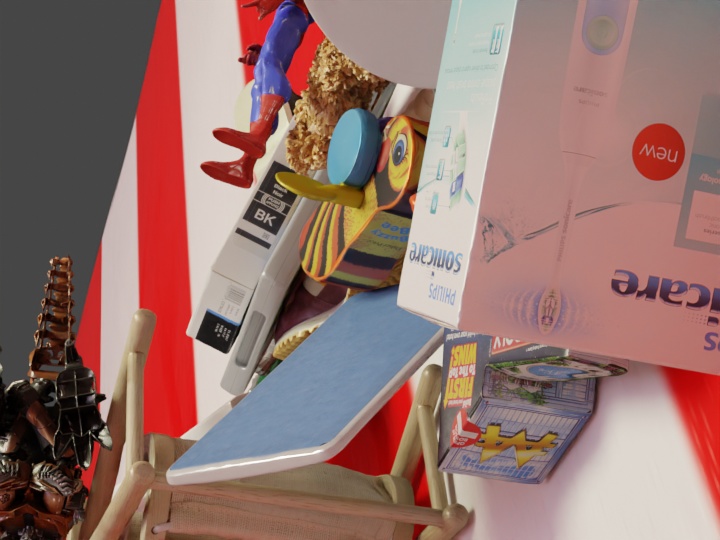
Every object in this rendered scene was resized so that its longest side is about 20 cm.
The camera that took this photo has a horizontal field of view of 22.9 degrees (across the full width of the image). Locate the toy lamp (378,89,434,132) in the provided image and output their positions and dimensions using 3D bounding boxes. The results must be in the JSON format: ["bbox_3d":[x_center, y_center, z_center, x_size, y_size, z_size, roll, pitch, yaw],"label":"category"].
[{"bbox_3d":[0.047,-0.110,1.113,0.200,0.058,0.059,134,144,-63],"label":"toy lamp"}]

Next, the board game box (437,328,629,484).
[{"bbox_3d":[0.093,0.003,0.865,0.200,0.061,0.201,163,115,-73],"label":"board game box"}]

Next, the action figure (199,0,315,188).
[{"bbox_3d":[-0.050,-0.148,1.125,0.066,0.051,0.201,110,-177,-58],"label":"action figure"}]

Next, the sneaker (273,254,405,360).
[{"bbox_3d":[0.000,0.000,1.197,0.200,0.075,0.091,-42,39,54],"label":"sneaker"}]

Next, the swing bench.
[{"bbox_3d":[-0.064,0.150,1.080,0.130,0.198,0.201,-96,22,-46],"label":"swing bench"}]

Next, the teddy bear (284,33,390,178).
[{"bbox_3d":[0.002,-0.150,1.105,0.200,0.067,0.145,-55,6,45],"label":"teddy bear"}]

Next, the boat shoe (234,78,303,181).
[{"bbox_3d":[-0.052,-0.061,1.449,0.073,0.063,0.202,-28,60,32],"label":"boat shoe"}]

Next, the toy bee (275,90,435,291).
[{"bbox_3d":[0.017,-0.050,1.007,0.109,0.130,0.201,-102,13,-46],"label":"toy bee"}]

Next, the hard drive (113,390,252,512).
[{"bbox_3d":[-0.089,0.123,1.237,0.200,0.131,0.027,-38,73,45],"label":"hard drive"}]

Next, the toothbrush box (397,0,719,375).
[{"bbox_3d":[0.109,-0.066,0.691,0.085,0.146,0.201,-159,81,-75],"label":"toothbrush box"}]

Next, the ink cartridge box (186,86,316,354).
[{"bbox_3d":[-0.062,-0.044,1.287,0.100,0.039,0.201,116,179,-58],"label":"ink cartridge box"}]

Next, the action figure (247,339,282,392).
[{"bbox_3d":[-0.067,0.093,1.415,0.118,0.054,0.201,116,162,-52],"label":"action figure"}]

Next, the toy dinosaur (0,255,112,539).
[{"bbox_3d":[-0.200,0.094,1.075,0.136,0.102,0.201,94,160,-74],"label":"toy dinosaur"}]

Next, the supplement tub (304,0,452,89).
[{"bbox_3d":[0.056,-0.170,0.833,0.200,0.144,0.145,-50,-20,-63],"label":"supplement tub"}]

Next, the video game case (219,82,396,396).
[{"bbox_3d":[-0.038,-0.028,1.277,0.201,0.022,0.182,-63,-1,-31],"label":"video game case"}]

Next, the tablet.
[{"bbox_3d":[-0.007,0.054,0.973,0.130,0.014,0.200,-14,20,41],"label":"tablet"}]
